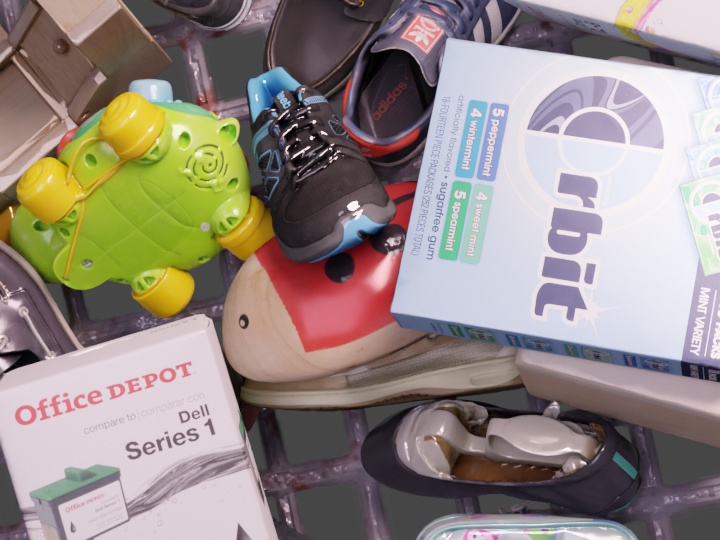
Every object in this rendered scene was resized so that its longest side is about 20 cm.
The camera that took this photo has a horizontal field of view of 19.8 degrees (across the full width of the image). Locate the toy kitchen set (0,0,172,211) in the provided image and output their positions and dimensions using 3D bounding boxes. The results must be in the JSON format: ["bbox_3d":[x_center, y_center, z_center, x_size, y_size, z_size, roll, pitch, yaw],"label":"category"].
[{"bbox_3d":[-0.261,-0.147,1.338,0.200,0.180,0.163,-41,83,0],"label":"toy kitchen set"}]

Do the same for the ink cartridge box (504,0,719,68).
[{"bbox_3d":[0.203,-0.204,1.249,0.199,0.145,0.146,17,95,15],"label":"ink cartridge box"}]

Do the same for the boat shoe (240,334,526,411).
[{"bbox_3d":[0.019,0.055,1.340,0.199,0.073,0.064,-7,85,12],"label":"boat shoe"}]

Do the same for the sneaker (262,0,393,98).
[{"bbox_3d":[-0.013,-0.199,1.326,0.075,0.106,0.201,33,98,12],"label":"sneaker"}]

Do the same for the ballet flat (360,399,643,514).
[{"bbox_3d":[0.081,0.109,1.304,0.199,0.073,0.074,6,92,29],"label":"ballet flat"}]

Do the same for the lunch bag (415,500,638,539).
[{"bbox_3d":[0.103,0.247,1.305,0.159,0.077,0.202,-1,89,4],"label":"lunch bag"}]

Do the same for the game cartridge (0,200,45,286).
[{"bbox_3d":[-0.318,0.023,1.451,0.199,0.032,0.178,-17,86,12],"label":"game cartridge"}]

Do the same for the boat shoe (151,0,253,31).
[{"bbox_3d":[-0.159,-0.231,1.390,0.199,0.057,0.069,34,99,12],"label":"boat shoe"}]

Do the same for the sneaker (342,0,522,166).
[{"bbox_3d":[0.051,-0.158,1.321,0.075,0.084,0.201,28,97,13],"label":"sneaker"}]

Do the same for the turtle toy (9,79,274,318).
[{"bbox_3d":[-0.155,-0.048,1.362,0.199,0.101,0.146,-33,122,23],"label":"turtle toy"}]

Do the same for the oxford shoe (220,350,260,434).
[{"bbox_3d":[-0.150,0.131,1.351,0.070,0.075,0.201,23,71,39],"label":"oxford shoe"}]

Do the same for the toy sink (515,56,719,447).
[{"bbox_3d":[0.187,-0.010,1.263,0.129,0.112,0.202,14,79,13],"label":"toy sink"}]

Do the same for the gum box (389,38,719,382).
[{"bbox_3d":[0.132,-0.036,1.198,0.198,0.045,0.171,9,77,13],"label":"gum box"}]

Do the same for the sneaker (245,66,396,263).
[{"bbox_3d":[-0.036,-0.066,1.274,0.073,0.200,0.082,-26,113,-6],"label":"sneaker"}]

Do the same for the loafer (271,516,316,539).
[{"bbox_3d":[-0.074,0.189,1.366,0.199,0.068,0.071,0,98,19],"label":"loafer"}]

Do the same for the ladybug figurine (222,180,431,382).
[{"bbox_3d":[0.000,0.000,1.304,0.199,0.136,0.072,-25,120,-9],"label":"ladybug figurine"}]

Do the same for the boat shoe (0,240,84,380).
[{"bbox_3d":[-0.233,0.049,1.363,0.072,0.063,0.200,-32,110,19],"label":"boat shoe"}]

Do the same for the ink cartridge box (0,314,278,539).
[{"bbox_3d":[-0.134,0.144,1.277,0.145,0.084,0.202,-17,95,-1],"label":"ink cartridge box"}]
